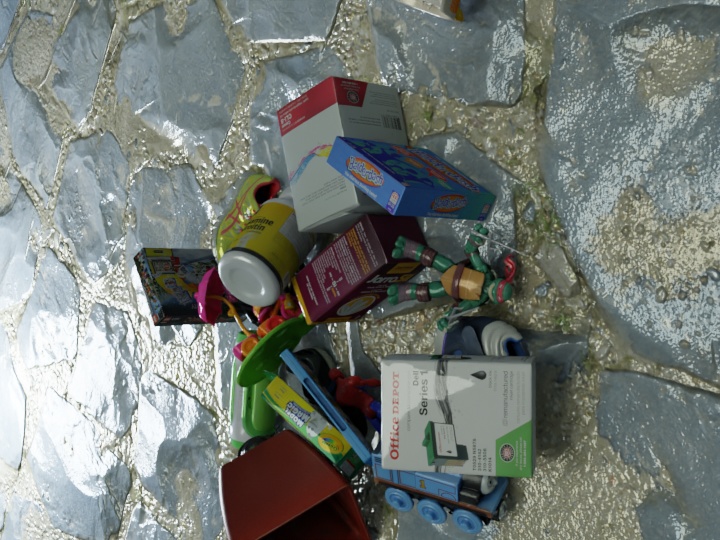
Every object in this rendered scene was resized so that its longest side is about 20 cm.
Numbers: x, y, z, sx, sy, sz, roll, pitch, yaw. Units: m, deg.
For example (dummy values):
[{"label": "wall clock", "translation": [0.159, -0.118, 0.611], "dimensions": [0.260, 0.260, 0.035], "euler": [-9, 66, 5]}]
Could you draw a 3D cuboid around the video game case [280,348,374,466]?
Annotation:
[{"label": "video game case", "translation": [-0.042, 0.210, 1.368], "dimensions": [0.018, 0.143, 0.200], "euler": [-39, 73, -3]}]

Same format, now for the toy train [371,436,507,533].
[{"label": "toy train", "translation": [0.110, 0.293, 1.276], "dimensions": [0.197, 0.087, 0.116], "euler": [12, 129, 26]}]

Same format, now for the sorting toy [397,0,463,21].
[{"label": "sorting toy", "translation": [0.111, -0.469, 1.307], "dimensions": [0.199, 0.106, 0.182], "euler": [34, 106, 40]}]

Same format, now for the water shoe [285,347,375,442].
[{"label": "water shoe", "translation": [-0.054, 0.211, 1.486], "dimensions": [0.200, 0.078, 0.072], "euler": [49, 123, 33]}]

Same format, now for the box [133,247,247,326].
[{"label": "box", "translation": [-0.300, 0.028, 1.645], "dimensions": [0.038, 0.198, 0.138], "euler": [-37, 65, 37]}]

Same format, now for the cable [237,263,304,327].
[{"label": "cable", "translation": [-0.178, -0.002, 1.624], "dimensions": [0.164, 0.050, 0.201], "euler": [-54, 54, 25]}]

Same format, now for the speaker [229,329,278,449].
[{"label": "speaker", "translation": [-0.187, 0.212, 1.615], "dimensions": [0.088, 0.088, 0.203], "euler": [9, 97, 44]}]

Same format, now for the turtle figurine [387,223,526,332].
[{"label": "turtle figurine", "translation": [0.136, 0.016, 1.257], "dimensions": [0.198, 0.100, 0.152], "euler": [10, 79, 33]}]

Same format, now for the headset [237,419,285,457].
[{"label": "headset", "translation": [-0.145, 0.327, 1.558], "dimensions": [0.093, 0.123, 0.202], "euler": [18, 84, 42]}]

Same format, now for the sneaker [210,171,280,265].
[{"label": "sneaker", "translation": [-0.196, -0.086, 1.595], "dimensions": [0.089, 0.078, 0.203], "euler": [1, 68, 37]}]

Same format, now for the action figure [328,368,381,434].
[{"label": "action figure", "translation": [0.035, 0.215, 1.417], "dimensions": [0.200, 0.099, 0.066], "euler": [41, 117, 11]}]

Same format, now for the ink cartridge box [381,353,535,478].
[{"label": "ink cartridge box", "translation": [0.127, 0.186, 1.184], "dimensions": [0.197, 0.084, 0.149], "euler": [-1, 90, 15]}]

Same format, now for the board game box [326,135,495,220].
[{"label": "board game box", "translation": [0.073, -0.127, 1.271], "dimensions": [0.152, 0.198, 0.045], "euler": [40, 116, 36]}]

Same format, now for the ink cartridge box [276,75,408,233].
[{"label": "ink cartridge box", "translation": [-0.019, -0.169, 1.399], "dimensions": [0.144, 0.144, 0.203], "euler": [-21, 75, 43]}]

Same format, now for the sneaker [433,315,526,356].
[{"label": "sneaker", "translation": [0.170, 0.165, 1.261], "dimensions": [0.145, 0.080, 0.203], "euler": [9, 98, 43]}]

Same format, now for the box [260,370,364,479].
[{"label": "box", "translation": [-0.083, 0.244, 1.461], "dimensions": [0.199, 0.118, 0.048], "euler": [40, 80, 25]}]

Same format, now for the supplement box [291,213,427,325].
[{"label": "supplement box", "translation": [0.000, 0.000, 1.407], "dimensions": [0.200, 0.109, 0.087], "euler": [-39, 65, 38]}]

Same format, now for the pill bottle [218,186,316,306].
[{"label": "pill bottle", "translation": [-0.139, -0.046, 1.481], "dimensions": [0.111, 0.201, 0.113], "euler": [18, 139, 16]}]

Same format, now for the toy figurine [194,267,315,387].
[{"label": "toy figurine", "translation": [-0.187, 0.060, 1.524], "dimensions": [0.184, 0.200, 0.151], "euler": [44, 163, 18]}]

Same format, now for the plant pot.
[{"label": "plant pot", "translation": [-0.118, 0.377, 1.441], "dimensions": [0.177, 0.198, 0.201], "euler": [52, 164, 43]}]
